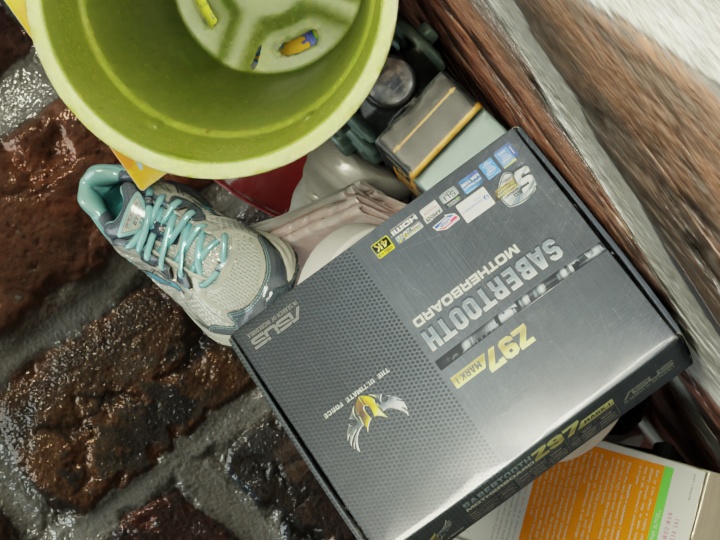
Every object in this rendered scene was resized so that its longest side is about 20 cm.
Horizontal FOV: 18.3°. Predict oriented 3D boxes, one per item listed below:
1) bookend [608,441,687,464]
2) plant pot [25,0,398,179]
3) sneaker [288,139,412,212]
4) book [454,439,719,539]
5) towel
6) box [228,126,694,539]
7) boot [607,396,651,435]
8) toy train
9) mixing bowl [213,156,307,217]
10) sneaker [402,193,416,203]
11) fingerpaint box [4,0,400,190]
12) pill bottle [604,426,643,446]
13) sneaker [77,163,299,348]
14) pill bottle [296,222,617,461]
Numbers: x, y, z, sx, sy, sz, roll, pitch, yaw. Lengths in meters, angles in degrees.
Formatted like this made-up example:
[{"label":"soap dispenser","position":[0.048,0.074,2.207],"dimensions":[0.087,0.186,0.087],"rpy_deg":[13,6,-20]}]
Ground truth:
[{"label":"bookend","position":[0.139,0.180,1.512],"dimensions":[0.198,0.092,0.200],"rpy_deg":[8,158,30]},{"label":"plant pot","position":[-0.067,-0.161,1.257],"dimensions":[0.200,0.200,0.190],"rpy_deg":[55,-169,-3]},{"label":"sneaker","position":[-0.018,-0.044,1.520],"dimensions":[0.075,0.089,0.200],"rpy_deg":[37,179,0]},{"label":"book","position":[0.133,0.168,1.371],"dimensions":[0.048,0.134,0.200],"rpy_deg":[20,176,-41]},{"label":"towel","position":[0.000,0.000,1.506],"dimensions":[0.191,0.200,0.032],"rpy_deg":[18,-118,-40]},{"label":"box","position":[0.052,0.042,1.191],"dimensions":[0.158,0.200,0.051],"rpy_deg":[55,-178,27]},{"label":"boot","position":[0.141,0.066,1.465],"dimensions":[0.211,0.080,0.157],"rpy_deg":[16,174,-42]},{"label":"toy train","position":[0.038,-0.084,1.356],"dimensions":[0.114,0.085,0.200],"rpy_deg":[45,179,4]},{"label":"mixing bowl","position":[-0.046,-0.135,1.748],"dimensions":[0.200,0.109,0.200],"rpy_deg":[26,-151,-16]},{"label":"sneaker","position":[0.020,-0.030,1.667],"dimensions":[0.090,0.201,0.066],"rpy_deg":[16,178,-38]},{"label":"fingerpaint box","position":[-0.105,-0.178,1.395],"dimensions":[0.167,0.200,0.073],"rpy_deg":[54,-179,-18]},{"label":"pill bottle","position":[0.118,0.073,1.682],"dimensions":[0.200,0.116,0.116],"rpy_deg":[55,179,19]},{"label":"sneaker","position":[-0.118,-0.014,1.425],"dimensions":[0.086,0.078,0.200],"rpy_deg":[28,180,-41]},{"label":"pill bottle","position":[0.058,0.035,1.319],"dimensions":[0.200,0.116,0.117],"rpy_deg":[16,149,48]}]
